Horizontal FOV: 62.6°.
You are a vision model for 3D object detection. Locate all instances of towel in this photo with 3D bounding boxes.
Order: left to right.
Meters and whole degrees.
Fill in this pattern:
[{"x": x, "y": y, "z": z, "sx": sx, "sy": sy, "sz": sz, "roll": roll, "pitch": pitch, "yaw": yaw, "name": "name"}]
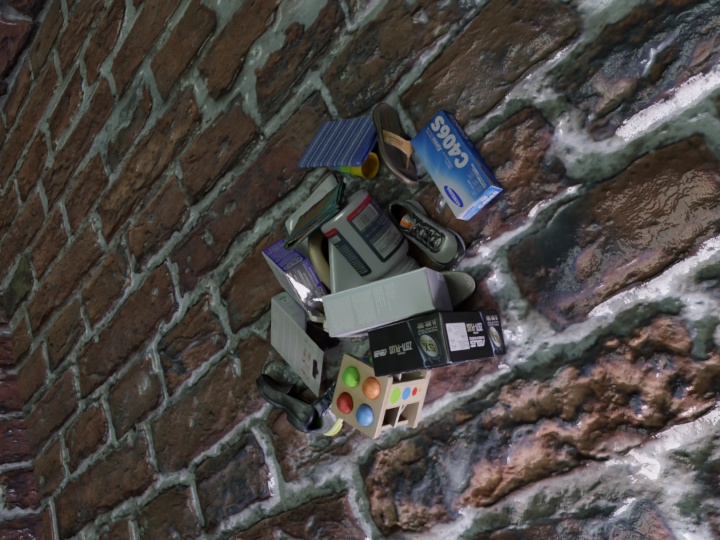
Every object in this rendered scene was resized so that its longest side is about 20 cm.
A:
[{"x": -0.093, "y": -0.118, "z": 1.236, "sx": 0.146, "sy": 0.200, "sz": 0.022, "roll": -38, "pitch": 106, "yaw": 16, "name": "towel"}, {"x": -0.041, "y": -0.283, "z": 1.321, "sx": 0.199, "sy": 0.024, "sz": 0.145, "roll": 7, "pitch": 59, "yaw": 42, "name": "towel"}]

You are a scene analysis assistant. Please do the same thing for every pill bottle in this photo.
[{"x": 0.025, "y": -0.050, "z": 1.184, "sx": 0.119, "sy": 0.120, "sz": 0.200, "roll": -32, "pitch": 105, "yaw": 35, "name": "pill bottle"}]

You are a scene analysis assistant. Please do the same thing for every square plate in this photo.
[{"x": -0.096, "y": -0.092, "z": 1.400, "sx": 0.198, "sy": 0.028, "sz": 0.201, "roll": -40, "pitch": 63, "yaw": 32, "name": "square plate"}]

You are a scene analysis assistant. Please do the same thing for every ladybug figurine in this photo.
[{"x": -0.044, "y": -0.025, "z": 1.287, "sx": 0.201, "sy": 0.135, "sz": 0.072, "roll": 63, "pitch": 158, "yaw": -4, "name": "ladybug figurine"}]

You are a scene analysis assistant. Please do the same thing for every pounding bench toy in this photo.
[{"x": 0.043, "y": 0.206, "z": 1.178, "sx": 0.124, "sy": 0.155, "sz": 0.202, "roll": 20, "pitch": 101, "yaw": 40, "name": "pounding bench toy"}]

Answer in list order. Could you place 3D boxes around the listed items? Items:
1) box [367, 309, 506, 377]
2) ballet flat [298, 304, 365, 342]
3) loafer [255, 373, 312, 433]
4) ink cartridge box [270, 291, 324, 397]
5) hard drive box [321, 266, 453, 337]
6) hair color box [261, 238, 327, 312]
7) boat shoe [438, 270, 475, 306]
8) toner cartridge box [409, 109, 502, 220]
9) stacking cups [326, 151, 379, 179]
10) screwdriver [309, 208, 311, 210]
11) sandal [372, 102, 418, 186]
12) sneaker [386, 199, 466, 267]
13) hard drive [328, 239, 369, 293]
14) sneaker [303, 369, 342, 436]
[{"x": 0.140, "y": 0.130, "z": 1.067, "sx": 0.163, "sy": 0.199, "sz": 0.087, "roll": -18, "pitch": 76, "yaw": 39, "name": "box"}, {"x": -0.073, "y": 0.115, "z": 1.344, "sx": 0.199, "sy": 0.072, "sz": 0.073, "roll": 22, "pitch": 102, "yaw": 39, "name": "ballet flat"}, {"x": -0.171, "y": 0.302, "z": 1.426, "sx": 0.199, "sy": 0.073, "sz": 0.073, "roll": 33, "pitch": 101, "yaw": 27, "name": "loafer"}, {"x": -0.136, "y": 0.169, "z": 1.372, "sx": 0.200, "sy": 0.050, "sz": 0.162, "roll": 40, "pitch": 139, "yaw": 31, "name": "ink cartridge box"}, {"x": 0.053, "y": 0.063, "z": 1.082, "sx": 0.198, "sy": 0.156, "sz": 0.077, "roll": -16, "pitch": 79, "yaw": 17, "name": "hard drive box"}, {"x": -0.151, "y": 0.007, "z": 1.343, "sx": 0.110, "sy": 0.065, "sz": 0.200, "roll": 63, "pitch": 168, "yaw": -26, "name": "hair color box"}, {"x": 0.134, "y": 0.056, "z": 1.170, "sx": 0.199, "sy": 0.062, "sz": 0.075, "roll": -27, "pitch": 75, "yaw": 21, "name": "boat shoe"}, {"x": 0.182, "y": -0.206, "z": 1.151, "sx": 0.095, "sy": 0.043, "sz": 0.201, "roll": -44, "pitch": 61, "yaw": 32, "name": "toner cartridge box"}, {"x": -0.048, "y": -0.245, "z": 1.349, "sx": 0.199, "sy": 0.060, "sz": 0.061, "roll": 16, "pitch": 98, "yaw": 43, "name": "stacking cups"}, {"x": -0.072, "y": -0.050, "z": 1.344, "sx": 0.201, "sy": 0.028, "sz": 0.029, "roll": 62, "pitch": 152, "yaw": 6, "name": "screwdriver"}, {"x": 0.079, "y": -0.268, "z": 1.225, "sx": 0.054, "sy": 0.081, "sz": 0.202, "roll": -34, "pitch": 59, "yaw": 44, "name": "sandal"}, {"x": 0.125, "y": -0.073, "z": 1.172, "sx": 0.200, "sy": 0.079, "sz": 0.074, "roll": 43, "pitch": 113, "yaw": 32, "name": "sneaker"}, {"x": 0.000, "y": 0.000, "z": 1.247, "sx": 0.027, "sy": 0.131, "sz": 0.202, "roll": 161, "pitch": 106, "yaw": -68, "name": "hard drive"}, {"x": -0.059, "y": 0.291, "z": 1.314, "sx": 0.074, "sy": 0.081, "sz": 0.201, "roll": 37, "pitch": 112, "yaw": 36, "name": "sneaker"}]
